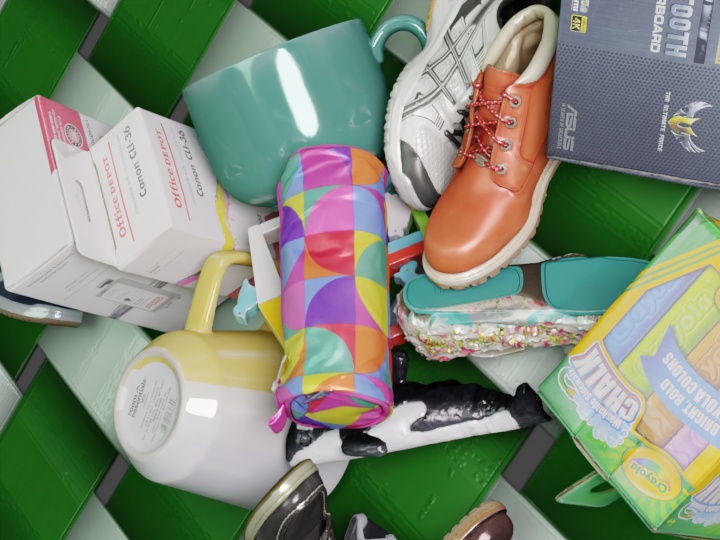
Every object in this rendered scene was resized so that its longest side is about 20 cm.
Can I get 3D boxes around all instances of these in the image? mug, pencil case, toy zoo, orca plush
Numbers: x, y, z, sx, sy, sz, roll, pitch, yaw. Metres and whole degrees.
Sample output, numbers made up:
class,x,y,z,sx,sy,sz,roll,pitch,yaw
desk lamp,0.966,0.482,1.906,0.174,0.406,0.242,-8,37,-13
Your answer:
class,x,y,z,sx,sy,sz,roll,pitch,yaw
mug,-0.111,0.095,1.097,0.149,0.153,0.188,-33,59,33
pencil case,-0.021,0.013,0.985,0.088,0.088,0.201,-17,61,35
toy zoo,0.000,0.000,1.050,0.199,0.020,0.132,-22,62,-4
mug,-0.037,-0.118,1.088,0.184,0.152,0.115,-17,98,39
orca plush,0.033,0.091,1.009,0.199,0.105,0.072,-13,87,35

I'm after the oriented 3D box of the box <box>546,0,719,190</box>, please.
class,x,y,z,sx,sy,sz,roll,pitch,yaw
box,0.203,-0.152,0.870,0.157,0.051,0.201,12,125,15

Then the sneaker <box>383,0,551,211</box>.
class,x,y,z,sx,sy,sz,roll,pitch,yaw
sneaker,0.082,-0.138,1.035,0.087,0.076,0.201,8,74,34

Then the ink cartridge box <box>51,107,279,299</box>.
class,x,y,z,sx,sy,sz,roll,pitch,yaw
ink cartridge box,-0.145,-0.054,1.131,0.067,0.199,0.117,-35,60,28

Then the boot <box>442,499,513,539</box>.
class,x,y,z,sx,sy,sz,roll,pitch,yaw
boot,0.099,0.279,0.960,0.166,0.072,0.201,32,99,27

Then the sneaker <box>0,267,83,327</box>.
class,x,y,z,sx,sy,sz,roll,pitch,yaw
sneaker,-0.326,-0.016,1.355,0.199,0.070,0.109,19,94,43

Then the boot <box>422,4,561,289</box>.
class,x,y,z,sx,sy,sz,roll,pitch,yaw
boot,0.092,-0.086,0.967,0.075,0.107,0.201,21,72,35

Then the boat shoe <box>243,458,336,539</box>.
class,x,y,z,sx,sy,sz,roll,pitch,yaw
boat shoe,-0.044,0.206,1.033,0.066,0.072,0.201,42,149,17

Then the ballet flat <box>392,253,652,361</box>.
class,x,y,z,sx,sy,sz,roll,pitch,yaw
ballet flat,0.123,0.029,0.976,0.199,0.064,0.076,-2,42,14

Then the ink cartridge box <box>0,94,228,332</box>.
class,x,y,z,sx,sy,sz,roll,pitch,yaw
ink cartridge box,-0.212,-0.042,1.185,0.083,0.200,0.147,-32,62,25

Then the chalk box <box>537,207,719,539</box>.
class,x,y,z,sx,sy,sz,roll,pitch,yaw
chalk box,0.206,0.085,0.867,0.200,0.124,0.124,-52,53,19

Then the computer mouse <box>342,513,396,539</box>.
class,x,y,z,sx,sy,sz,roll,pitch,yaw
computer mouse,0.011,0.221,0.990,0.044,0.200,0.110,18,93,-4
